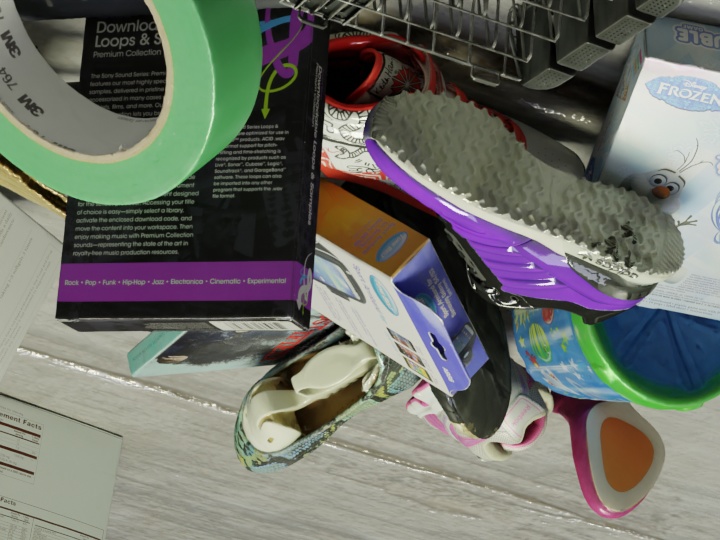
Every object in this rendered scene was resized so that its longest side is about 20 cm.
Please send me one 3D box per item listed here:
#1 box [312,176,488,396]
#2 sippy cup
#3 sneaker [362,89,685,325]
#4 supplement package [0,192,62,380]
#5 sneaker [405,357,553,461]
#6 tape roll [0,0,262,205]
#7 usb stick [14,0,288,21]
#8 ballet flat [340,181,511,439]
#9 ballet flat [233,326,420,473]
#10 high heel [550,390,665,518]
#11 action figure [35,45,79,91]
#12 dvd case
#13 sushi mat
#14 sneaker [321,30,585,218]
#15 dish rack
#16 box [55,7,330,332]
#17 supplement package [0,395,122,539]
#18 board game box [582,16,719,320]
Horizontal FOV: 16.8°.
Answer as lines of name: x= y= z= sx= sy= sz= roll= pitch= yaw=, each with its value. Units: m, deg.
box: x=0.000 y=0.000 z=1.504 sx=0.200 sy=0.041 sz=0.119 roll=29 pitch=158 yaw=40
sippy cup: x=0.168 y=0.028 z=1.582 sx=0.178 sy=0.140 sz=0.130 roll=54 pitch=153 yaw=-9
sneaker: x=0.078 y=-0.023 z=1.401 sx=0.199 sy=0.070 sz=0.100 roll=28 pitch=139 yaw=-11
supplement package: x=-0.307 y=-0.022 z=1.587 sx=0.117 sy=0.117 sz=0.200 roll=19 pitch=164 yaw=36
sneaker: x=0.088 y=0.096 z=1.718 sx=0.088 sy=0.081 sz=0.200 roll=41 pitch=-179 yaw=5
tape roll: x=-0.147 y=-0.133 z=1.288 sx=0.199 sy=0.048 sz=0.201 roll=19 pitch=129 yaw=25
usb stick: x=-0.112 y=-0.166 z=1.353 sx=0.199 sy=0.033 sz=0.056 roll=0 pitch=142 yaw=19
ballet flat: x=0.047 y=0.020 z=1.592 sx=0.057 sy=0.066 sz=0.201 roll=-1 pitch=118 yaw=50
ballet flat: x=-0.037 y=0.083 z=1.697 sx=0.074 sy=0.075 sz=0.200 roll=26 pitch=132 yaw=-34
high heel: x=0.155 y=0.119 z=1.674 sx=0.067 sy=0.201 sz=0.096 roll=30 pitch=124 yaw=-18
action figure: x=-0.115 y=-0.084 z=1.456 sx=0.199 sy=0.102 sz=0.119 roll=19 pitch=155 yaw=14
dvd case: x=-0.045 y=0.035 z=1.689 sx=0.199 sy=0.022 sz=0.146 roll=-5 pitch=162 yaw=-31
sushi mat: x=-0.233 y=-0.072 z=1.484 sx=0.096 sy=0.012 sz=0.200 roll=39 pitch=173 yaw=-27
sneaker: x=0.048 y=-0.083 z=1.442 sx=0.200 sy=0.068 sz=0.108 roll=14 pitch=157 yaw=-6
dish rack: x=0.062 y=-0.158 z=1.274 sx=0.199 sy=0.055 sz=0.153 roll=14 pitch=154 yaw=-27
box: x=-0.092 y=-0.066 z=1.365 sx=0.142 sy=0.201 sz=0.036 roll=0 pitch=167 yaw=18
supplement package: x=-0.321 y=0.235 z=2.069 sx=0.146 sy=0.201 sz=0.191 roll=22 pitch=152 yaw=-28
board game box: x=0.234 y=-0.049 z=1.425 sx=0.199 sy=0.044 sz=0.200 roll=11 pitch=138 yaw=-5
